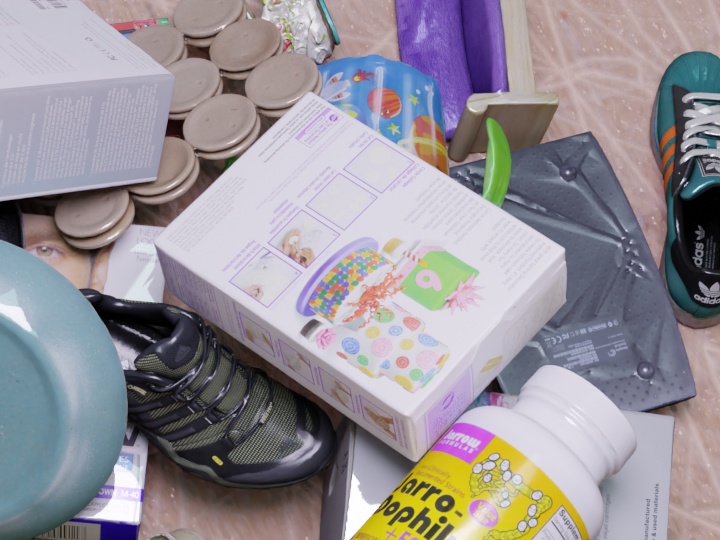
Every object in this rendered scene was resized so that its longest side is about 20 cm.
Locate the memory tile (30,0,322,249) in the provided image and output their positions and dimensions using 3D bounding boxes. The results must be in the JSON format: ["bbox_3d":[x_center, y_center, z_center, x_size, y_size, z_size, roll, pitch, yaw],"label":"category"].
[{"bbox_3d":[-0.134,-0.103,1.486,0.200,0.017,0.153,-34,46,-13],"label":"memory tile"}]

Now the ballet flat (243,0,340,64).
[{"bbox_3d":[-0.073,-0.228,1.579,0.064,0.076,0.200,-20,69,2],"label":"ballet flat"}]

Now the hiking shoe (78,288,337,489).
[{"bbox_3d":[-0.105,0.071,1.375,0.200,0.101,0.076,23,68,-3],"label":"hiking shoe"}]

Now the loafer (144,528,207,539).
[{"bbox_3d":[-0.137,0.239,1.359,0.068,0.076,0.200,35,53,-33],"label":"loafer"}]

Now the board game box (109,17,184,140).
[{"bbox_3d":[-0.220,-0.111,1.538,0.200,0.019,0.103,-8,72,-11],"label":"board game box"}]

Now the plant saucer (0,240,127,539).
[{"bbox_3d":[-0.238,0.078,1.344,0.200,0.036,0.200,3,109,9],"label":"plant saucer"}]

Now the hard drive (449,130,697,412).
[{"bbox_3d":[0.132,0.014,1.528,0.135,0.042,0.200,-15,71,-14],"label":"hard drive"}]

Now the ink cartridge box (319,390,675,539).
[{"bbox_3d":[0.078,0.162,1.408,0.200,0.145,0.145,9,69,-4],"label":"ink cartridge box"}]

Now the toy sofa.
[{"bbox_3d":[0.073,-0.183,1.574,0.097,0.083,0.200,-1,69,-10],"label":"toy sofa"}]

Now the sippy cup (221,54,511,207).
[{"bbox_3d":[0.002,-0.065,1.490,0.177,0.140,0.131,8,65,-8],"label":"sippy cup"}]

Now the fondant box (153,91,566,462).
[{"bbox_3d":[0.000,0.000,1.338,0.200,0.058,0.144,33,64,26],"label":"fondant box"}]

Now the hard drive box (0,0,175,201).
[{"bbox_3d":[-0.242,-0.111,1.400,0.200,0.077,0.156,-9,34,-38],"label":"hard drive box"}]

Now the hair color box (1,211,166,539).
[{"bbox_3d":[-0.185,0.069,1.451,0.109,0.065,0.200,6,67,-6],"label":"hair color box"}]

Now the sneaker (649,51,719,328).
[{"bbox_3d":[0.240,-0.066,1.552,0.071,0.080,0.200,3,70,-6],"label":"sneaker"}]

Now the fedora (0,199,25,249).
[{"bbox_3d":[-0.306,-0.009,1.416,0.200,0.092,0.201,-6,67,15],"label":"fedora"}]

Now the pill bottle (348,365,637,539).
[{"bbox_3d":[0.066,0.148,1.278,0.104,0.104,0.200,41,70,8],"label":"pill bottle"}]
